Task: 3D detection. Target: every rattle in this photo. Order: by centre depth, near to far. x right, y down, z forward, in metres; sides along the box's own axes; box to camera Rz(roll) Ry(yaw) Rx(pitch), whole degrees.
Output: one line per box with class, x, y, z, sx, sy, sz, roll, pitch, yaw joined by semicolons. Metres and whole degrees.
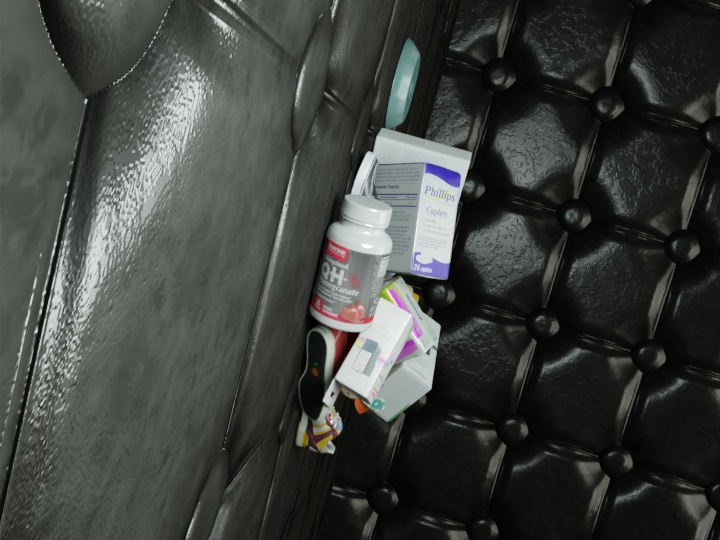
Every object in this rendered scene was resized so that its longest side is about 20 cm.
rattle;-0.022;0.224;1.529;0.143;0.127;0.204;-68;156;-68

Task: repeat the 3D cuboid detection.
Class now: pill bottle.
pill bottle;-0.010;-0.013;1.261;0.111;0.109;0.204;-58;163;-73

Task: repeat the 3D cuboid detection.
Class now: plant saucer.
plant saucer;0.097;-0.403;1.712;0.200;0.035;0.204;16;89;-85

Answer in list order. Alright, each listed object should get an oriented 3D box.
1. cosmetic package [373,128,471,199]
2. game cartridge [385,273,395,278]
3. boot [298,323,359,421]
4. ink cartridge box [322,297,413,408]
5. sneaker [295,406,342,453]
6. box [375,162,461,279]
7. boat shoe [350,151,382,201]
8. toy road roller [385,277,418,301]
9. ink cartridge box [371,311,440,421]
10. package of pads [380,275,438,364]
cosmetic package;0.122;-0.215;1.619;0.071;0.196;0.103;-63;169;-63
game cartridge;0.047;-0.072;1.717;0.040;0.135;0.200;-30;-169;17
boot;-0.039;0.172;1.427;0.143;0.072;0.203;-22;132;-46
ink cartridge box;0.016;0.160;1.351;0.202;0.067;0.117;-59;168;-10
sneaker;-0.074;0.285;1.576;0.075;0.088;0.203;-67;171;-53
box;0.086;-0.095;1.483;0.182;0.104;0.204;7;-90;51
boat shoe;0.012;-0.115;1.446;0.072;0.066;0.204;-50;155;-78
toy road roller;0.035;0.111;1.804;0.200;0.121;0.148;-43;-154;57
ink cartridge box;0.089;0.198;1.674;0.147;0.083;0.201;-45;-164;33
package of pads;0.040;0.109;1.551;0.199;0.156;0.068;-28;-174;47
